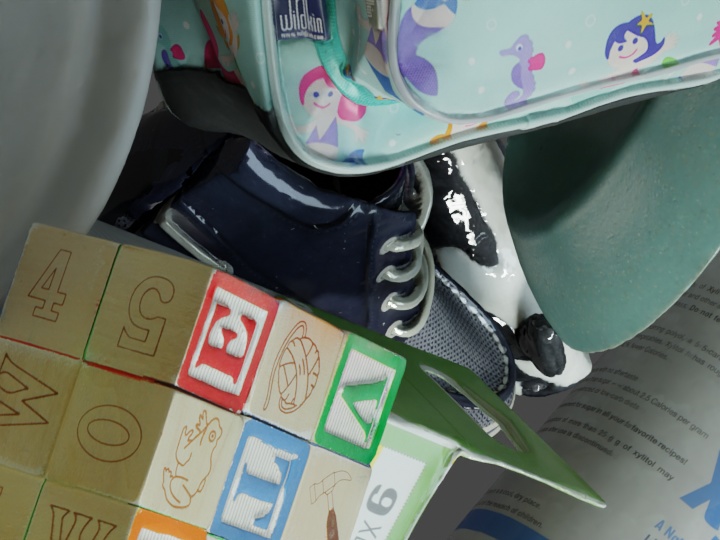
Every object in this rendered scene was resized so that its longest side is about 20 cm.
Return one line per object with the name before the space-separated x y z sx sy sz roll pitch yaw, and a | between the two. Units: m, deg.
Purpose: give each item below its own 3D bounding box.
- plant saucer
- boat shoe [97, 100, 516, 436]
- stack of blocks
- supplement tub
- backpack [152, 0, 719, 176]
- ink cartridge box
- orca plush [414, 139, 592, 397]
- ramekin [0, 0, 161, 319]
plant saucer | 0.094 -0.072 0.900 0.036 0.200 0.200 23 97 -14
boat shoe | 0.000 0.000 0.896 0.200 0.075 0.093 23 141 -39
stack of blocks | -0.056 0.102 0.687 0.115 0.059 0.200 27 79 -55
supplement tub | 0.135 0.089 1.145 0.200 0.132 0.132 -49 142 -14
backpack | 0.028 -0.134 0.751 0.178 0.151 0.200 -15 105 -30
ink cartridge box | -0.041 0.038 0.802 0.200 0.104 0.059 23 99 -28
orca plush | 0.024 -0.007 0.999 0.071 0.105 0.200 -21 158 7
ramekin | -0.147 -0.080 0.673 0.200 0.105 0.200 1 89 -56
